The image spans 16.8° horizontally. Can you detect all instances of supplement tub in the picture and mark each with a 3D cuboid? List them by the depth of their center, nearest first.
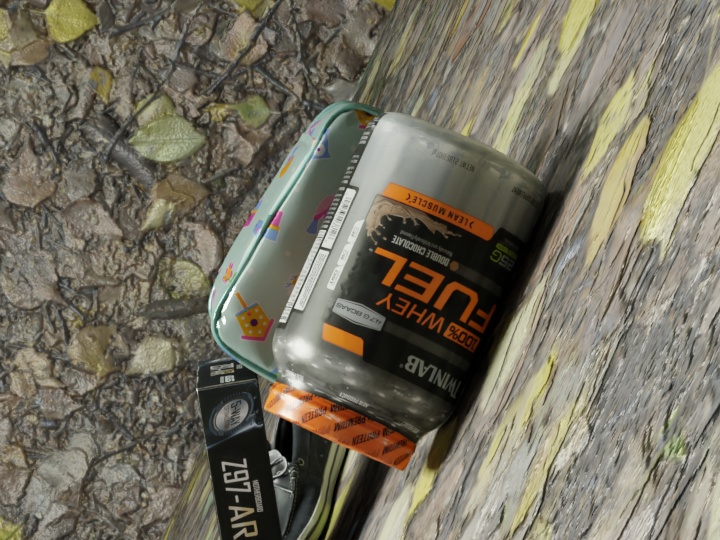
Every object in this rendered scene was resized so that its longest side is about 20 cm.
[{"bbox_3d":[0.024,0.014,1.506,0.123,0.122,0.200,165,128,-83],"label":"supplement tub"}]

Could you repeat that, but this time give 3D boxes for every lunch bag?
[{"bbox_3d":[0.000,0.000,1.637,0.200,0.160,0.077,-59,11,4],"label":"lunch bag"}]

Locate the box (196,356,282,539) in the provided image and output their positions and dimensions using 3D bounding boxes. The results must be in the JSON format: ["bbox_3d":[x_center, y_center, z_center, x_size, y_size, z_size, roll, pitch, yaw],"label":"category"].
[{"bbox_3d":[-0.080,0.167,1.722,0.160,0.043,0.200,-130,31,-85],"label":"box"}]

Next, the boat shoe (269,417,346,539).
[{"bbox_3d":[-0.056,0.175,1.897,0.075,0.062,0.200,-59,10,39],"label":"boat shoe"}]

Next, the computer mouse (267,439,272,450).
[{"bbox_3d":[-0.102,0.215,2.278,0.200,0.044,0.110,-85,15,-57],"label":"computer mouse"}]
